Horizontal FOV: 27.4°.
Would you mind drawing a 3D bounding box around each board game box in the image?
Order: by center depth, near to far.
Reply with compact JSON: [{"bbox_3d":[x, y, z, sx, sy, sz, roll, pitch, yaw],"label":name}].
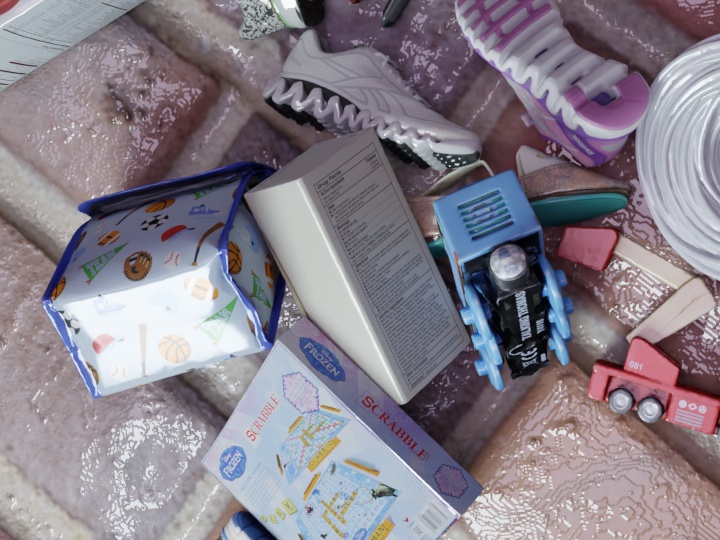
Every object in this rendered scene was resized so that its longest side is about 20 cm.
[{"bbox_3d":[-0.022,0.169,1.219,0.199,0.041,0.200,43,136,8],"label":"board game box"}]

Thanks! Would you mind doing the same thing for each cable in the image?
[{"bbox_3d":[0.310,-0.087,1.127,0.199,0.069,0.202,-32,82,42],"label":"cable"}]

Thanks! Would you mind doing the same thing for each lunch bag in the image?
[{"bbox_3d":[-0.151,-0.012,1.219,0.168,0.201,0.125,-14,118,15],"label":"lunch bag"}]

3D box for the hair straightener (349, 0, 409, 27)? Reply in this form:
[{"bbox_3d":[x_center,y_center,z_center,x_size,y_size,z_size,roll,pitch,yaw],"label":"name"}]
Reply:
[{"bbox_3d":[0.077,-0.284,1.231,0.077,0.041,0.201,39,97,9],"label":"hair straightener"}]

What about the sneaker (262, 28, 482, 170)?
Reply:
[{"bbox_3d":[0.015,-0.143,1.228,0.198,0.075,0.082,23,84,21],"label":"sneaker"}]

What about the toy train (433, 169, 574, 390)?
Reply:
[{"bbox_3d":[0.114,0.012,1.158,0.086,0.200,0.115,-21,63,1],"label":"toy train"}]

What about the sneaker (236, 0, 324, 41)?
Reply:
[{"bbox_3d":[-0.112,-0.282,1.247,0.088,0.077,0.202,-24,96,22],"label":"sneaker"}]

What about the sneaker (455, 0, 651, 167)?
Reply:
[{"bbox_3d":[0.149,-0.156,1.195,0.080,0.089,0.200,-34,62,-16],"label":"sneaker"}]

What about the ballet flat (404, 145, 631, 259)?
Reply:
[{"bbox_3d":[0.121,-0.064,1.215,0.198,0.068,0.068,-14,71,13],"label":"ballet flat"}]

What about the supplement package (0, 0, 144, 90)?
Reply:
[{"bbox_3d":[-0.313,-0.285,1.268,0.199,0.147,0.193,-29,86,13],"label":"supplement package"}]

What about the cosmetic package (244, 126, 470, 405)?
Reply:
[{"bbox_3d":[0.000,0.000,1.191,0.073,0.103,0.202,-12,108,45],"label":"cosmetic package"}]

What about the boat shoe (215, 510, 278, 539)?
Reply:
[{"bbox_3d":[-0.055,0.302,1.277,0.200,0.072,0.073,44,107,18],"label":"boat shoe"}]

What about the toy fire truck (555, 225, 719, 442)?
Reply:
[{"bbox_3d":[0.245,0.051,1.195,0.198,0.049,0.143,16,95,12],"label":"toy fire truck"}]
